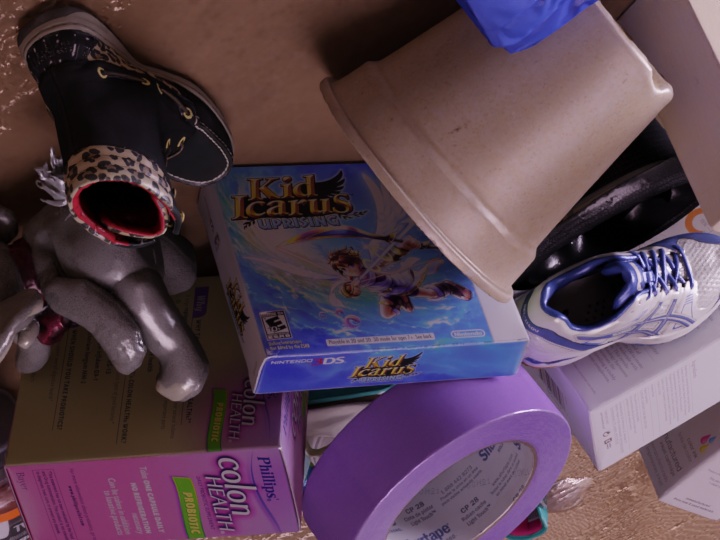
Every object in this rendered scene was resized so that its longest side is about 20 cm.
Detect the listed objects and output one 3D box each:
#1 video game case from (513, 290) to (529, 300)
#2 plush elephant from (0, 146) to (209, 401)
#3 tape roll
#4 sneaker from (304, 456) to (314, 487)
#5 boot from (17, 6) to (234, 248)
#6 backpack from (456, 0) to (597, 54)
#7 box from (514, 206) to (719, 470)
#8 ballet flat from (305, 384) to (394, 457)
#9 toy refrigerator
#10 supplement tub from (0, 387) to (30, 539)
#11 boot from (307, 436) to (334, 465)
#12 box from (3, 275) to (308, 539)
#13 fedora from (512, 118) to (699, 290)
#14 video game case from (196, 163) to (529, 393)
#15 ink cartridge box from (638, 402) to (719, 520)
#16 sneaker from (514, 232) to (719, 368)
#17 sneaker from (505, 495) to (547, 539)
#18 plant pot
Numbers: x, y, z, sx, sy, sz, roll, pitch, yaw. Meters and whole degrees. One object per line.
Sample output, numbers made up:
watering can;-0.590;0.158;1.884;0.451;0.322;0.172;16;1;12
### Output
video game case;0.039;0.060;1.863;0.200;0.024;0.182;-16;144;-13
plush elephant;-0.216;0.014;1.632;0.155;0.165;0.200;-27;133;12
tape roll;0.057;0.152;1.732;0.200;0.066;0.200;-28;149;-18
sneaker;-0.011;0.193;1.927;0.130;0.200;0.080;17;104;-28
boot;-0.144;-0.070;1.556;0.073;0.154;0.204;-32;141;17
backpack;0.123;-0.250;1.448;0.200;0.163;0.168;-36;151;2
box;0.237;0.045;1.857;0.200;0.124;0.098;-29;146;-9
ballet flat;-0.058;0.115;1.800;0.200;0.070;0.069;-3;146;14
toy refrigerator;0.253;-0.113;1.636;0.076;0.200;0.070;15;132;-37
supplement tub;-0.293;0.175;1.843;0.107;0.107;0.200;-11;143;-10
boot;0.035;0.119;1.831;0.073;0.096;0.200;11;132;-40
box;-0.143;0.101;1.710;0.200;0.176;0.097;-5;134;7
fedora;0.172;-0.066;1.734;0.200;0.092;0.201;-24;167;-6
video game case;0.000;0.000;1.685;0.200;0.181;0.045;-3;138;-20
ink cartridge box;0.323;0.092;1.972;0.087;0.145;0.200;22;128;-40
sneaker;0.205;0.018;1.748;0.200;0.075;0.088;-22;166;-20
sneaker;0.141;0.160;1.940;0.200;0.121;0.084;-9;160;-28
plant pot;0.105;-0.111;1.602;0.183;0.201;0.200;-40;140;10
